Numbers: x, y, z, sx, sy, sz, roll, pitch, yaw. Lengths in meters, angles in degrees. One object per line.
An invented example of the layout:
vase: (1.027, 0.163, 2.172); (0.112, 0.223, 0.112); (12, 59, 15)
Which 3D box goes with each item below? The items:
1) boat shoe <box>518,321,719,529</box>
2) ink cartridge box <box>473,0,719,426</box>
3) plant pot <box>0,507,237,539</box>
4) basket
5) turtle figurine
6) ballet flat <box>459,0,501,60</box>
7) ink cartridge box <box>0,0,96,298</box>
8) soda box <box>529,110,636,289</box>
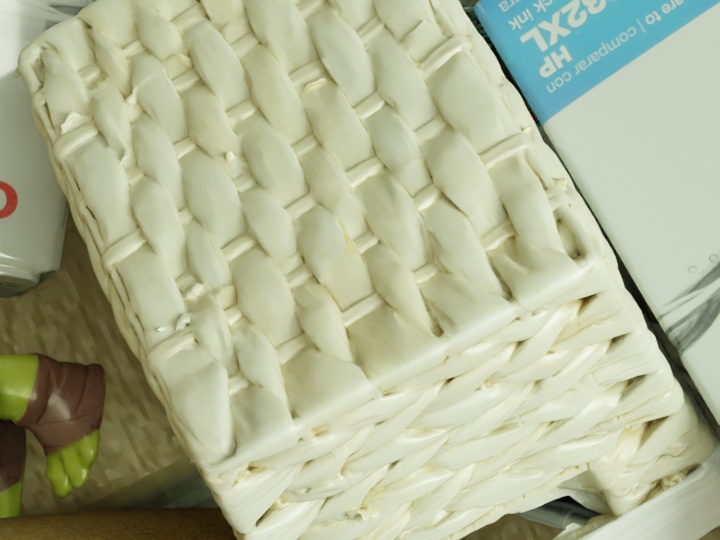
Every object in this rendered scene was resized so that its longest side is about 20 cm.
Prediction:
boat shoe: (0.022, 0.037, 0.909); (0.200, 0.072, 0.069); (24, 33, 19)
ink cartridge box: (0.132, 0.000, 0.832); (0.084, 0.145, 0.200); (-33, 66, 11)
plant pot: (-0.080, 0.149, 0.870); (0.200, 0.186, 0.187); (-17, 88, -27)
basket: (0.000, 0.000, 0.823); (0.135, 0.123, 0.200); (-29, 49, 0)
turtle figurine: (-0.171, 0.040, 0.881); (0.161, 0.200, 0.065); (19, 40, -32)
ballet flat: (0.081, -0.115, 0.944); (0.199, 0.074, 0.074); (-20, 89, 9)
ink cartridge box: (-0.159, -0.100, 0.911); (0.146, 0.083, 0.201); (9, 81, -14)
soda box: (0.106, -0.052, 0.984); (0.200, 0.068, 0.064); (-41, 96, -15)
